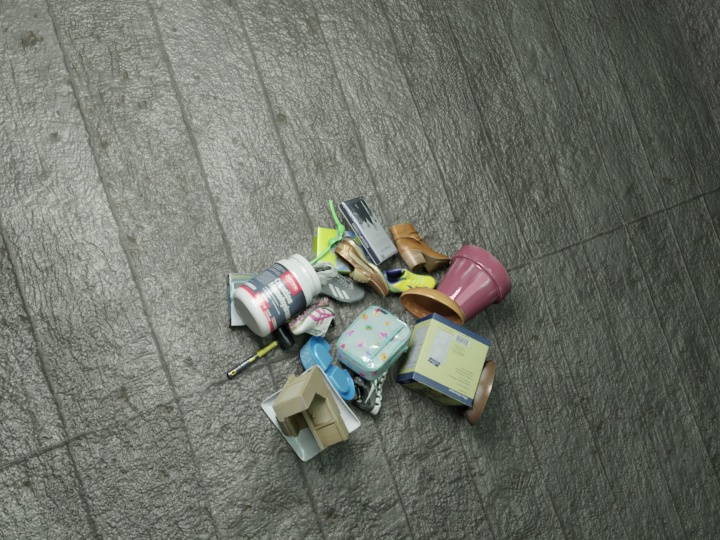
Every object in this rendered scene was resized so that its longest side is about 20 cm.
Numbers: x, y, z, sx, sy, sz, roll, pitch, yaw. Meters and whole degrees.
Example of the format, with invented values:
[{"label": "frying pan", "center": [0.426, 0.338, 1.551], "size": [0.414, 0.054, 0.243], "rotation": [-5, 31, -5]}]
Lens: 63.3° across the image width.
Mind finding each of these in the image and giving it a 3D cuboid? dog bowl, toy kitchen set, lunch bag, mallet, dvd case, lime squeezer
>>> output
[{"label": "dog bowl", "center": [-0.092, 0.273, 1.583], "size": [0.201, 0.049, 0.112], "rotation": [55, 20, -5]}, {"label": "toy kitchen set", "center": [-0.152, 0.379, 1.433], "size": [0.161, 0.181, 0.202], "rotation": [-24, 99, 12]}, {"label": "lunch bag", "center": [0.042, 0.199, 1.624], "size": [0.159, 0.078, 0.200], "rotation": [31, 54, 24]}, {"label": "mallet", "center": [-0.271, 0.212, 1.551], "size": [0.198, 0.041, 0.067], "rotation": [-26, 92, -22]}, {"label": "dvd case", "center": [0.025, -0.118, 1.686], "size": [0.201, 0.025, 0.150], "rotation": [58, 26, 1]}, {"label": "lime squeezer", "center": [-0.083, -0.099, 1.643], "size": [0.070, 0.038, 0.203], "rotation": [22, 73, -17]}]

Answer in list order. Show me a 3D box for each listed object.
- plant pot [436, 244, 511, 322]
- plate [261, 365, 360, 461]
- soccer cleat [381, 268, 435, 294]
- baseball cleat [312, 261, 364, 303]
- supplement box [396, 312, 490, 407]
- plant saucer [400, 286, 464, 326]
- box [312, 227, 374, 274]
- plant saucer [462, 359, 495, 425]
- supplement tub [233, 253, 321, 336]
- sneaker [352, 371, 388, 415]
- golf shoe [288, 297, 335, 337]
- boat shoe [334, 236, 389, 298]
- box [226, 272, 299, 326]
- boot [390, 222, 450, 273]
[{"label": "plant pot", "center": [0.323, 0.054, 1.762], "size": [0.179, 0.200, 0.201], "rotation": [-43, 98, -18]}, {"label": "plate", "center": [-0.130, 0.373, 1.537], "size": [0.199, 0.032, 0.201], "rotation": [-35, 96, 12]}, {"label": "soccer cleat", "center": [0.143, 0.031, 1.738], "size": [0.197, 0.084, 0.065], "rotation": [1, 46, -23]}, {"label": "baseball cleat", "center": [-0.066, 0.034, 1.636], "size": [0.197, 0.107, 0.070], "rotation": [10, 47, -23]}, {"label": "supplement box", "center": [0.240, 0.265, 1.703], "size": [0.198, 0.134, 0.202], "rotation": [26, 70, -10]}, {"label": "plant saucer", "center": [0.211, 0.104, 1.695], "size": [0.199, 0.200, 0.038], "rotation": [32, 68, -15]}, {"label": "box", "center": [-0.039, -0.051, 1.699], "size": [0.197, 0.048, 0.124], "rotation": [5, 78, -22]}, {"label": "plant saucer", "center": [0.342, 0.353, 1.718], "size": [0.036, 0.201, 0.203], "rotation": [21, 70, 3]}, {"label": "supplement tub", "center": [-0.213, 0.061, 1.504], "size": [0.199, 0.140, 0.141], "rotation": [-36, 95, -25]}, {"label": "sneaker", "center": [0.025, 0.299, 1.647], "size": [0.089, 0.066, 0.203], "rotation": [16, 76, -24]}, {"label": "golf shoe", "center": [-0.120, 0.138, 1.565], "size": [0.093, 0.072, 0.200], "rotation": [61, 27, -1]}, {"label": "boat shoe", "center": [0.000, 0.000, 1.647], "size": [0.074, 0.076, 0.201], "rotation": [-39, 91, -16]}, {"label": "box", "center": [-0.257, 0.077, 1.580], "size": [0.197, 0.038, 0.139], "rotation": [0, 80, -24]}, {"label": "boot", "center": [0.186, -0.075, 1.794], "size": [0.198, 0.074, 0.156], "rotation": [3, 51, -49]}]
